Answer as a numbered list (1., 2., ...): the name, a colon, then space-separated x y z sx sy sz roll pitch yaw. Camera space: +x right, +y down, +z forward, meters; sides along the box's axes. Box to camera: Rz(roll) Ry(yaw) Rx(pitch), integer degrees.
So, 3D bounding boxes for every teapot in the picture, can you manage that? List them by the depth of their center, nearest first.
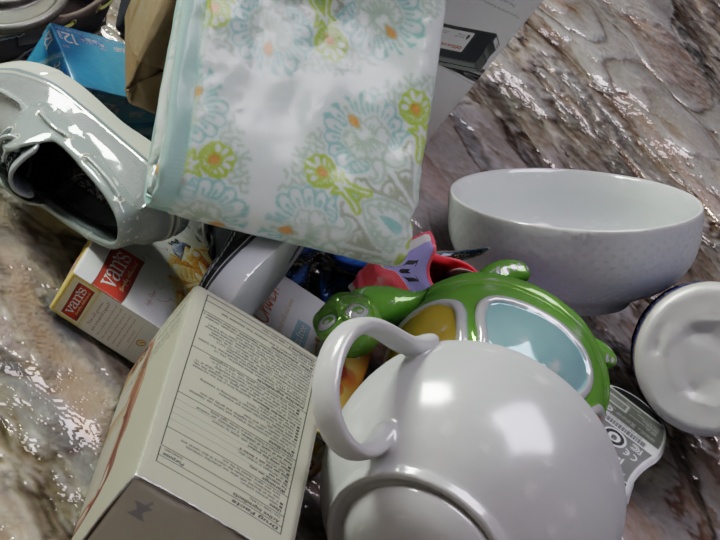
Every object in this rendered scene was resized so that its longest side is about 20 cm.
1. teapot: 0.049 0.143 1.297 0.200 0.198 0.146 32 38 13

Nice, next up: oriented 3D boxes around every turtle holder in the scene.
1. turtle holder: 0.074 0.067 1.428 0.186 0.141 0.132 58 24 -15

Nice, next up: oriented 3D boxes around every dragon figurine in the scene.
1. dragon figurine: 0.000 0.000 1.569 0.200 0.059 0.100 17 37 -26

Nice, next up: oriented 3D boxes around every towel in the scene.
1. towel: -0.037 -0.116 1.376 0.171 0.048 0.201 13 79 -17

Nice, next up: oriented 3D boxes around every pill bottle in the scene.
1. pill bottle: 0.257 0.063 1.670 0.111 0.111 0.200 40 3 5

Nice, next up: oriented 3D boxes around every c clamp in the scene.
1. c clamp: -0.283 -0.217 1.526 0.199 0.027 0.171 14 38 10

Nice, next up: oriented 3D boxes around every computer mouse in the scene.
1. computer mouse: 0.158 0.147 1.559 0.110 0.044 0.200 37 34 9

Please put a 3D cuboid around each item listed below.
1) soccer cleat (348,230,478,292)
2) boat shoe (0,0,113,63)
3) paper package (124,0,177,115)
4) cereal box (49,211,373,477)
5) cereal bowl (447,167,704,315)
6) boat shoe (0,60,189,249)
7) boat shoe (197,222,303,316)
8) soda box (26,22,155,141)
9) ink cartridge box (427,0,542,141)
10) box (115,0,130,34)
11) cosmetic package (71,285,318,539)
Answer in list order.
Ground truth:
1. soccer cleat: 0.075 0.037 1.550 0.200 0.076 0.067 33 29 -43
2. boat shoe: -0.239 -0.185 1.567 0.072 0.060 0.200 45 29 13
3. paper package: -0.059 -0.153 1.511 0.190 0.104 0.200 22 18 -15
4. cereal box: -0.090 0.033 1.440 0.200 0.040 0.144 34 29 -8
5. cereal bowl: 0.162 -0.018 1.715 0.199 0.084 0.200 4 15 -1
6. boat shoe: -0.194 -0.074 1.416 0.201 0.070 0.071 32 37 33
7. boat shoe: -0.072 -0.027 1.432 0.068 0.072 0.200 31 33 3
8. soda box: -0.140 -0.107 1.563 0.200 0.064 0.068 12 38 -39
9. ink cartridge box: 0.060 -0.225 1.821 0.084 0.200 0.145 21 33 -32
10. box: -0.055 -0.227 1.711 0.200 0.182 0.104 28 30 -17
11. cosmetic package: -0.091 0.110 1.278 0.103 0.087 0.200 33 28 -11
